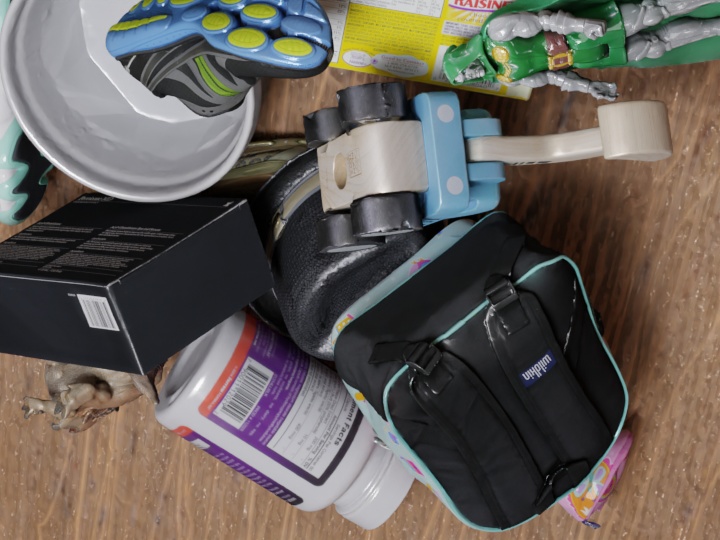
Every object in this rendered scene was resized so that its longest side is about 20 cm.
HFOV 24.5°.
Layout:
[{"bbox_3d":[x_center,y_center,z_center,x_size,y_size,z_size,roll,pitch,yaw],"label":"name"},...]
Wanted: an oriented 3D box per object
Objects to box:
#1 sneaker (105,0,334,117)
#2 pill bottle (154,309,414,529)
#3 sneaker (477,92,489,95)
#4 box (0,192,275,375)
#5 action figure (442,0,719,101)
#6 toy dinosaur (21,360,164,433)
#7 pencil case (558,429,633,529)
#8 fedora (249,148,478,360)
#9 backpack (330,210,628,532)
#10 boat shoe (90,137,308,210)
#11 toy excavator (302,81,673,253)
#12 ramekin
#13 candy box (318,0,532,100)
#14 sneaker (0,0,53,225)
[{"bbox_3d":[-0.086,-0.147,1.108,0.199,0.071,0.083,4,140,44],"label":"sneaker"},{"bbox_3d":[-0.054,0.123,1.326,0.200,0.111,0.111,34,120,-15],"label":"pill bottle"},{"bbox_3d":[0.143,-0.185,1.156,0.200,0.082,0.074,-33,100,29],"label":"sneaker"},{"bbox_3d":[-0.186,0.005,1.240,0.200,0.141,0.079,5,123,45],"label":"box"},{"bbox_3d":[0.152,-0.152,1.084,0.200,0.055,0.118,-10,143,7],"label":"action figure"},{"bbox_3d":[-0.207,0.086,1.367,0.200,0.135,0.086,-7,77,42],"label":"toy dinosaur"},{"bbox_3d":[0.113,0.121,1.294,0.200,0.087,0.088,28,118,6],"label":"pencil case"},{"bbox_3d":[0.000,0.000,1.245,0.200,0.092,0.201,-2,127,-3],"label":"fedora"},{"bbox_3d":[0.088,0.076,1.172,0.176,0.153,0.200,-40,121,-8],"label":"backpack"},{"bbox_3d":[-0.121,-0.066,1.322,0.200,0.063,0.073,-2,134,24],"label":"boat shoe"},{"bbox_3d":[0.083,-0.079,1.118,0.194,0.200,0.100,162,101,-67],"label":"toy excavator"},{"bbox_3d":[-0.159,-0.162,1.242,0.200,0.105,0.200,8,121,13],"label":"ramekin"},{"bbox_3d":[0.029,-0.174,1.118,0.200,0.026,0.102,10,136,-5],"label":"candy box"},{"bbox_3d":[-0.324,-0.140,1.338,0.140,0.078,0.200,6,104,20],"label":"sneaker"}]
